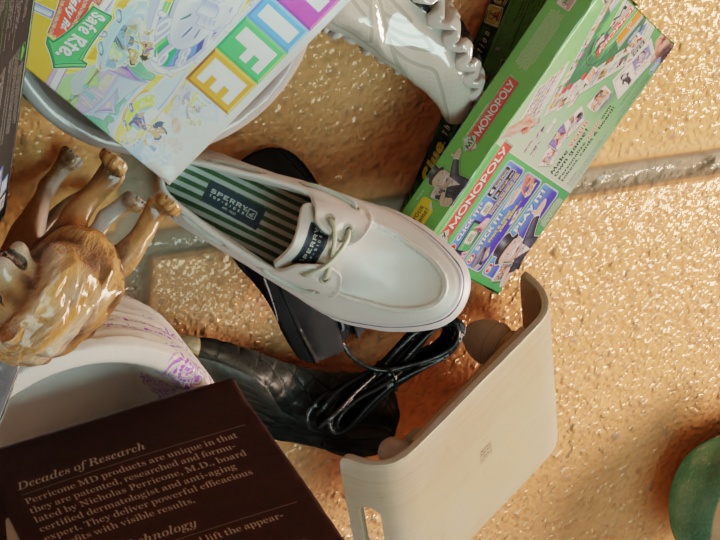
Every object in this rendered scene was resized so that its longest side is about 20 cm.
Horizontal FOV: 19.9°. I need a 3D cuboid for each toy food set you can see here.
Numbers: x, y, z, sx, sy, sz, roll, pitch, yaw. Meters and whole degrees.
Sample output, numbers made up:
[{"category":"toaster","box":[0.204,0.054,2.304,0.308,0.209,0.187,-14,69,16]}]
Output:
[{"category":"toy food set","box":[0.063,0.111,1.401,0.200,0.060,0.144,-42,145,-28]}]

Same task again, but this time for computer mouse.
[{"category":"computer mouse","box":[0.000,0.000,1.298,0.140,0.046,0.201,-32,116,-20]}]

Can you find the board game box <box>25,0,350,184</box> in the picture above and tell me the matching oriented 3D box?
[{"category":"board game box","box":[-0.081,-0.158,1.065,0.200,0.034,0.134,-45,122,11]}]

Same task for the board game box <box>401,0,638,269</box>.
[{"category":"board game box","box":[0.100,-0.096,1.342,0.104,0.023,0.201,9,115,-34]}]

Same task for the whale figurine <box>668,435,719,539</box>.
[{"category":"whale figurine","box":[0.316,0.157,1.616,0.200,0.103,0.160,-49,137,-28]}]

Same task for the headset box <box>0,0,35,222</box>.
[{"category":"headset box","box":[-0.270,-0.106,1.000,0.198,0.093,0.176,13,117,1]}]

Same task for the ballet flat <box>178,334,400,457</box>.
[{"category":"ballet flat","box":[-0.059,0.077,1.350,0.199,0.057,0.066,20,137,-35]}]

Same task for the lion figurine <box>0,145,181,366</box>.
[{"category":"lion figurine","box":[-0.166,-0.004,1.120,0.072,0.200,0.123,38,82,-10]}]

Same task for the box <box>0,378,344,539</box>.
[{"category":"box","box":[-0.103,0.199,1.150,0.163,0.200,0.167,-16,127,-21]}]

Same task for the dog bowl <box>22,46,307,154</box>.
[{"category":"dog bowl","box":[-0.113,-0.153,1.114,0.198,0.059,0.202,-8,121,-13]}]

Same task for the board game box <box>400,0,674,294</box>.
[{"category":"board game box","box":[0.111,-0.086,1.287,0.201,0.029,0.134,-55,151,6]}]

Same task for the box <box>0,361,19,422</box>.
[{"category":"box","box":[-0.299,0.030,1.068,0.199,0.157,0.051,28,78,-35]}]

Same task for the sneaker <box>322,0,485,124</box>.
[{"category":"sneaker","box":[0.012,-0.159,1.219,0.081,0.075,0.201,-31,128,4]}]

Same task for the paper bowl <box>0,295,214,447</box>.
[{"category":"paper bowl","box":[-0.187,0.103,1.237,0.199,0.104,0.202,-17,128,-23]}]

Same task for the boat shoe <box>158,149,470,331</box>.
[{"category":"boat shoe","box":[-0.032,-0.014,1.206,0.198,0.067,0.074,19,93,5]}]
